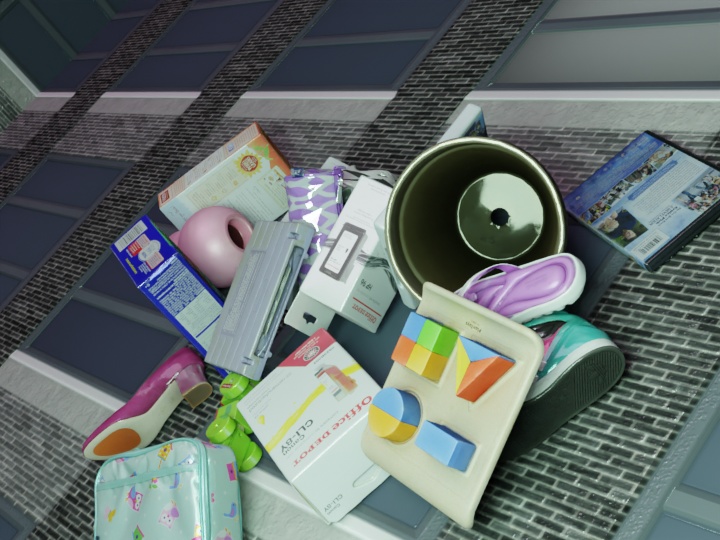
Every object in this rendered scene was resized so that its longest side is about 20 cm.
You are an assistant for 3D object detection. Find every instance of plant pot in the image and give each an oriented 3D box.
[{"bbox_3d":[0.144,-0.055,1.309,0.200,0.200,0.174,-28,0,19],"label":"plant pot"}]

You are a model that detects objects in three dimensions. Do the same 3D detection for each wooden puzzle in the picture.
[{"bbox_3d":[0.077,0.126,1.138,0.185,0.046,0.200,26,98,52],"label":"wooden puzzle"}]

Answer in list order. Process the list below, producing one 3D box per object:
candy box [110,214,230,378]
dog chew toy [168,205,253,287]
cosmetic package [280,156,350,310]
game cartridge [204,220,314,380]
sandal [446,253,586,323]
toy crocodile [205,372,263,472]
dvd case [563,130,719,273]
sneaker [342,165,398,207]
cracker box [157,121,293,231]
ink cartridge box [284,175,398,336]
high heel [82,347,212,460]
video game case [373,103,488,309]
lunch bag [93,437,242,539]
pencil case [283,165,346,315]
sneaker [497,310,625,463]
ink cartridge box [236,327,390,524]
[{"bbox_3d":[-0.240,0.037,1.597,0.077,0.200,0.169,-41,32,-5],"label":"candy box"},{"bbox_3d":[-0.250,-0.017,1.762,0.200,0.125,0.125,-27,32,34],"label":"dog chew toy"},{"bbox_3d":[-0.070,-0.051,1.612,0.200,0.074,0.102,-57,-9,-23],"label":"cosmetic package"},{"bbox_3d":[-0.129,0.034,1.458,0.130,0.038,0.200,6,74,64],"label":"game cartridge"},{"bbox_3d":[0.134,0.027,1.184,0.202,0.050,0.083,-28,43,26],"label":"sandal"},{"bbox_3d":[-0.158,0.192,1.441,0.062,0.068,0.200,-27,31,29],"label":"toy crocodile"},{"bbox_3d":[0.330,-0.084,1.317,0.143,0.018,0.200,-40,30,0],"label":"dvd case"},{"bbox_3d":[0.043,-0.091,1.534,0.200,0.074,0.089,28,55,25],"label":"sneaker"},{"bbox_3d":[-0.201,-0.120,1.821,0.200,0.134,0.058,-35,31,6],"label":"cracker box"},{"bbox_3d":[0.000,0.000,1.402,0.068,0.116,0.200,27,86,28],"label":"ink cartridge box"},{"bbox_3d":[-0.302,0.186,1.601,0.200,0.068,0.096,-28,40,-9],"label":"high heel"},{"bbox_3d":[0.098,-0.075,1.407,0.023,0.182,0.200,28,69,29],"label":"video game case"},{"bbox_3d":[-0.230,0.278,1.335,0.200,0.077,0.161,-19,69,34],"label":"lunch bag"},{"bbox_3d":[-0.045,-0.039,1.496,0.085,0.201,0.084,-3,10,26],"label":"pencil case"},{"bbox_3d":[0.162,0.108,1.186,0.200,0.084,0.121,-34,32,7],"label":"sneaker"},{"bbox_3d":[-0.039,0.172,1.319,0.145,0.083,0.200,-42,30,-5],"label":"ink cartridge box"}]
